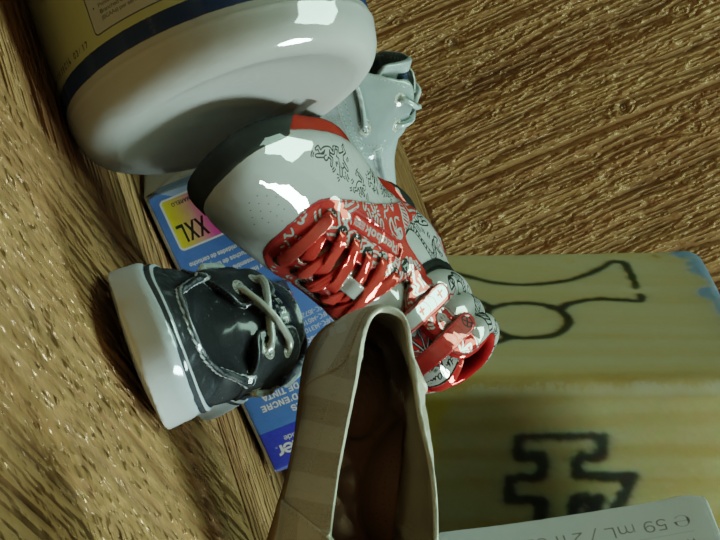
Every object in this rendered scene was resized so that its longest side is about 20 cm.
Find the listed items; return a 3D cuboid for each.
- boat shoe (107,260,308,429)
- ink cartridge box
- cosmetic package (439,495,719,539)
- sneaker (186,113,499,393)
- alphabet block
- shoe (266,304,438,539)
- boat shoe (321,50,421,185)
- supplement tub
[{"bbox_3d":[-0.059,0.028,1.236,0.200,0.067,0.072,44,25,-79],"label":"boat shoe"},{"bbox_3d":[-0.042,0.009,1.477,0.137,0.076,0.201,-100,169,-67],"label":"ink cartridge box"},{"bbox_3d":[0.129,0.255,1.513,0.201,0.164,0.166,-108,-166,-45],"label":"cosmetic package"},{"bbox_3d":[0.001,0.000,1.314,0.108,0.067,0.201,56,12,23],"label":"sneaker"},{"bbox_3d":[0.118,0.111,1.705,0.196,0.198,0.198,-101,-168,-68],"label":"alphabet block"},{"bbox_3d":[-0.002,0.110,1.223,0.053,0.069,0.202,-32,-129,59],"label":"shoe"},{"bbox_3d":[-0.006,-0.090,1.435,0.070,0.071,0.202,-98,163,-70],"label":"boat shoe"},{"bbox_3d":[-0.088,-0.160,1.274,0.145,0.144,0.201,49,20,-75],"label":"supplement tub"}]
